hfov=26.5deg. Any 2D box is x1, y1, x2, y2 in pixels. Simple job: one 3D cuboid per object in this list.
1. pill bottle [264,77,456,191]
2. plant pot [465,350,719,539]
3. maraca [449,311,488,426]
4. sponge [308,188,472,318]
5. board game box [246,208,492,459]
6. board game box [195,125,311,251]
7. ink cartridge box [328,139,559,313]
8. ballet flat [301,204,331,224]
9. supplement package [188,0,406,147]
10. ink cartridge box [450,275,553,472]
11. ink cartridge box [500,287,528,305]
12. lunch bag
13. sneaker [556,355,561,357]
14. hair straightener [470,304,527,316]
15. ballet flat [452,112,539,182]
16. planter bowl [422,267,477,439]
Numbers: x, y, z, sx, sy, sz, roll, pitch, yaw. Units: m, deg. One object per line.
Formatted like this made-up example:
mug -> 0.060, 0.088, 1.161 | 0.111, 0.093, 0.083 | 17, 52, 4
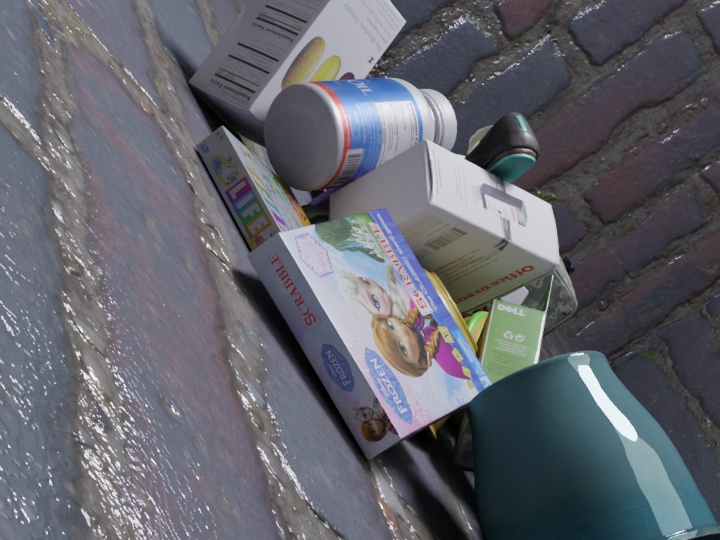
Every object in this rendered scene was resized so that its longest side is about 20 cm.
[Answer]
pill bottle -> 0.006, -0.146, 1.607 | 0.200, 0.112, 0.112 | -10, 59, -46
plant pot -> 0.183, 0.180, 1.324 | 0.188, 0.200, 0.200 | 68, 13, 20
maraca -> 0.141, 0.127, 1.722 | 0.107, 0.137, 0.200 | 8, -25, 25
sponge -> 0.034, -0.016, 1.719 | 0.200, 0.112, 0.030 | 50, 47, -11
board game box -> 0.015, 0.048, 1.333 | 0.200, 0.041, 0.199 | 58, 28, 7
board game box -> -0.073, -0.031, 1.442 | 0.134, 0.034, 0.200 | 41, 15, -54
ink cartridge box -> 0.086, -0.040, 1.571 | 0.200, 0.146, 0.085 | 25, 51, -39
ballet flat -> 0.000, 0.000, 1.625 | 0.200, 0.067, 0.062 | 50, 0, -27
supplement package -> -0.067, -0.235, 1.651 | 0.109, 0.200, 0.114 | 29, -10, 42
ink cartridge box -> 0.145, 0.101, 1.564 | 0.104, 0.059, 0.200 | 105, 1, -50
ink cartridge box -> 0.069, -0.025, 1.807 | 0.198, 0.043, 0.200 | 5, -34, 47
lunch bag -> 0.188, 0.031, 2.056 | 0.139, 0.200, 0.168 | 53, 10, -10
sneaker -> 0.197, 0.179, 1.664 | 0.080, 0.070, 0.200 | 41, -39, 14
hair straightener -> 0.105, 0.028, 1.789 | 0.200, 0.041, 0.077 | 13, -4, 22
ballet flat -> 0.122, -0.102, 1.620 | 0.068, 0.200, 0.069 | 10, 59, -32
planter bowl -> 0.059, 0.060, 1.508 | 0.201, 0.083, 0.200 | 61, -1, 2
